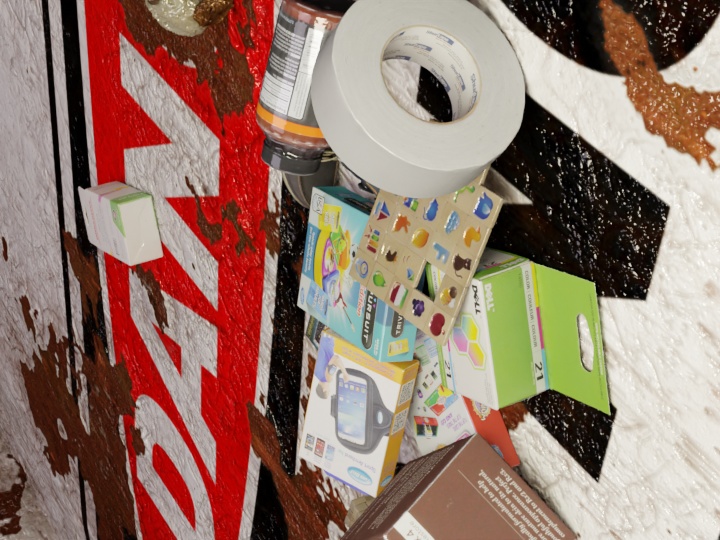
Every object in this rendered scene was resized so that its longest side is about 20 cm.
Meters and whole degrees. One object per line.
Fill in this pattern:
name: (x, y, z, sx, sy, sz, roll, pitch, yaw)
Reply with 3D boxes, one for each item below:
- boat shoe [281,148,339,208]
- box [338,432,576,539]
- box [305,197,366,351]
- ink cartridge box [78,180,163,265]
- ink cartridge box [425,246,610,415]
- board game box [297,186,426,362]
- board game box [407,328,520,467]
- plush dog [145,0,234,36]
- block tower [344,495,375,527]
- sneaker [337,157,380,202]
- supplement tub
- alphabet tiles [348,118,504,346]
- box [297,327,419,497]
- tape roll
boat shoe: (-0.057, -0.163, 1.659, 0.073, 0.074, 0.200, 32, 134, 52)
box: (0.095, 0.309, 1.507, 0.166, 0.164, 0.200, 47, 152, -2)
box: (-0.003, 0.030, 1.648, 0.137, 0.038, 0.200, 50, 132, 49)
ink cartridge box: (-0.428, -0.090, 2.407, 0.200, 0.067, 0.117, 23, 126, 55)
ink cartridge box: (0.159, 0.067, 1.391, 0.200, 0.076, 0.148, 21, 124, 59)
board game box: (0.000, 0.000, 1.557, 0.200, 0.047, 0.151, 31, 117, 56)
board game box: (0.099, 0.151, 1.592, 0.153, 0.040, 0.200, -33, 76, 62)
plush dog: (-0.262, -0.396, 1.851, 0.200, 0.160, 0.172, 25, 151, 55)
block tower: (0.050, 0.383, 1.810, 0.200, 0.058, 0.054, 54, 147, 33)
sneaker: (0.039, -0.100, 1.512, 0.200, 0.078, 0.080, 20, 118, 55)
supplement tub: (-0.059, -0.213, 1.550, 0.107, 0.107, 0.200, 42, 126, 44)
alphabet tiles: (0.070, -0.048, 1.409, 0.167, 0.008, 0.200, 37, 113, 43)
box: (-0.006, 0.176, 1.612, 0.119, 0.041, 0.200, 24, 115, 27)
tape roll: (0.056, -0.174, 1.301, 0.201, 0.200, 0.066, 66, 152, 12)
